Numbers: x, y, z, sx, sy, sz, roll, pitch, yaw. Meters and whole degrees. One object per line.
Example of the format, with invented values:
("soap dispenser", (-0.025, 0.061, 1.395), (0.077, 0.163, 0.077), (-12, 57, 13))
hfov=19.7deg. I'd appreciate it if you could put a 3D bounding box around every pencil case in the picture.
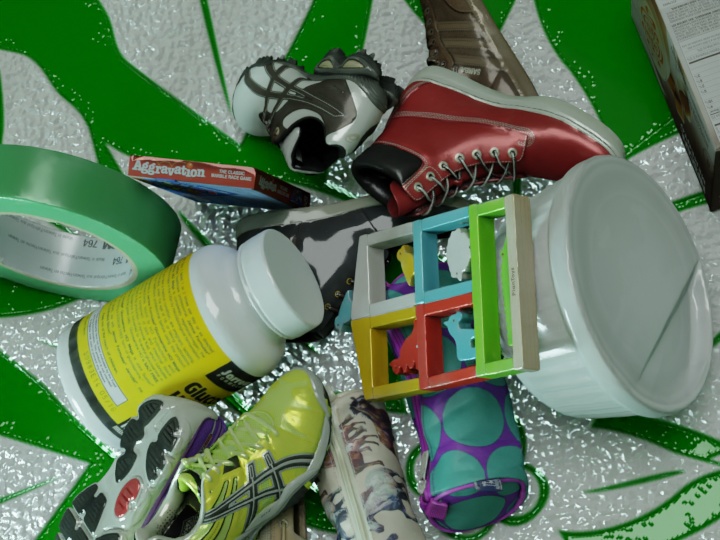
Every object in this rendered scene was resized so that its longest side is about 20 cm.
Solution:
("pencil case", (0.069, 0.098, 1.633), (0.092, 0.085, 0.202), (-1, 61, -26))
("pencil case", (0.007, 0.190, 1.600), (0.077, 0.090, 0.201), (-20, 64, 2))

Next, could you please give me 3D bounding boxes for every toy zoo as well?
("toy zoo", (0.054, 0.026, 1.579), (0.199, 0.020, 0.133), (-16, 72, 45))

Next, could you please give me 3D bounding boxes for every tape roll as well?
("tape roll", (-0.246, -0.036, 1.677), (0.198, 0.201, 0.049), (8, 69, 12))

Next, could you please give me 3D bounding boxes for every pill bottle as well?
("pill bottle", (-0.132, 0.051, 1.637), (0.199, 0.112, 0.113), (-30, 63, 20))

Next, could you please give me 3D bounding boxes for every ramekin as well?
("ramekin", (0.180, 0.022, 1.596), (0.094, 0.202, 0.204), (-20, 59, 37))

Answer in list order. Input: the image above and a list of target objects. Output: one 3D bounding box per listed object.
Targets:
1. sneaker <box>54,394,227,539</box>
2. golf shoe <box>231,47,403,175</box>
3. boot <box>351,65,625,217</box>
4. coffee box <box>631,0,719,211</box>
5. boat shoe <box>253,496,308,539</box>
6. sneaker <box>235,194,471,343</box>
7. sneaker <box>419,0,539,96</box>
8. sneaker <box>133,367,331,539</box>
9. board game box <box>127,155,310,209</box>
("sneaker", (-0.167, 0.191, 1.618), (0.201, 0.083, 0.081), (-54, 46, 16))
("golf shoe", (-0.056, -0.125, 1.707), (0.199, 0.078, 0.095), (-7, 50, 54))
("boot", (0.099, -0.078, 1.647), (0.198, 0.073, 0.145), (18, 50, 22))
("coffee box", (0.290, -0.168, 1.701), (0.079, 0.115, 0.202), (-18, 66, 0))
("boat shoe", (-0.056, 0.229, 1.605), (0.064, 0.072, 0.202), (-14, 60, 4))
("sneaker", (0.000, 0.000, 1.703), (0.198, 0.075, 0.107), (-9, 76, 7))
("sneaker", (0.082, -0.185, 1.764), (0.075, 0.071, 0.201), (-30, 65, -4))
("sneaker", (-0.093, 0.156, 1.568), (0.075, 0.076, 0.201), (23, 74, 39))
("board game box", (-0.110, -0.069, 1.674), (0.102, 0.200, 0.020), (5, 87, 11))
